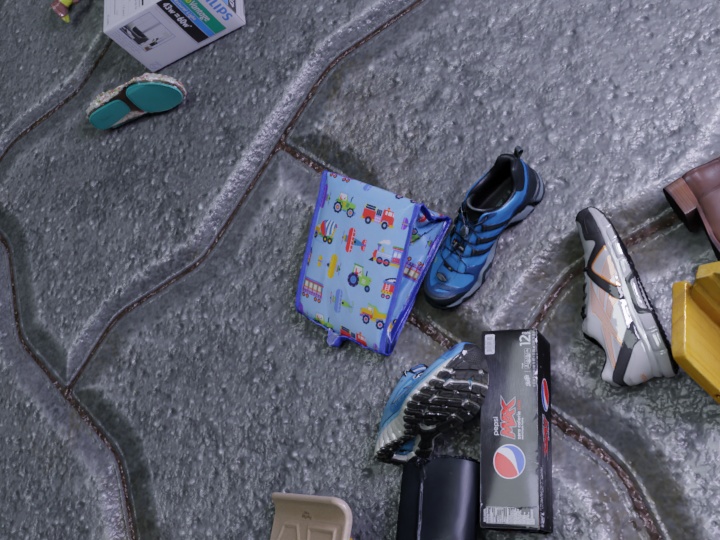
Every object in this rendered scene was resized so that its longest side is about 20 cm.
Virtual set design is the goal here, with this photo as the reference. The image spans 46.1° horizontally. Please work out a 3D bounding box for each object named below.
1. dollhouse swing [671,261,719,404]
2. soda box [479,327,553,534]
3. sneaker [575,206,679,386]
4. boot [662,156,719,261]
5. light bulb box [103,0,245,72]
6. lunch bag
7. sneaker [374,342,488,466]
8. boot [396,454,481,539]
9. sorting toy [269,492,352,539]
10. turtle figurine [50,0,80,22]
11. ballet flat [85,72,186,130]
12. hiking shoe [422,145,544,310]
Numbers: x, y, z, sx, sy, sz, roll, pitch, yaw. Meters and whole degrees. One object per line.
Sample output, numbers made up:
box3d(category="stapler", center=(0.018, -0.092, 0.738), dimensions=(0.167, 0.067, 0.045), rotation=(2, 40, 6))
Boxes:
box3d(category="dollhouse swing", center=(0.359, 0.108, 0.692), dimensions=(0.199, 0.181, 0.177), rotation=(-18, 37, 58))
box3d(category="soda box", center=(0.163, 0.167, 0.883), dimensions=(0.062, 0.071, 0.204), rotation=(-4, 70, 24))
box3d(category="sneaker", center=(0.256, 0.026, 0.882), dimensions=(0.079, 0.073, 0.203), rotation=(-26, 60, 22))
box3d(category="boot", center=(0.429, -0.076, 0.828), dimensions=(0.198, 0.064, 0.188), rotation=(-34, 60, 10))
box3d(category="light bulb box", center=(-0.303, -0.469, 1.374), dimensions=(0.197, 0.125, 0.202), rotation=(-19, 62, 23))
box3d(category="lunch bag", center=(0.000, 0.000, 1.046), dimensions=(0.149, 0.094, 0.203), rotation=(22, 93, 32))
box3d(category="sneaker", center=(0.067, 0.131, 0.917), dimensions=(0.201, 0.077, 0.091), rotation=(-53, 29, 43))
box3d(category="boot", center=(0.053, 0.294, 0.904), dimensions=(0.199, 0.076, 0.170), rotation=(-29, 41, 41))
box3d(category="sorting toy", center=(-0.063, 0.354, 0.934), dimensions=(0.184, 0.036, 0.204), rotation=(-21, 60, 58))
box3d(category="turtle figurine", center=(-0.502, -0.535, 1.556), dimensions=(0.161, 0.064, 0.201), rotation=(-40, 57, 12))
box3d(category="ballet flat", center=(-0.365, -0.288, 1.379), dimensions=(0.197, 0.076, 0.065), rotation=(-11, 50, 23))
box3d(category="hiking shoe", center=(0.128, -0.050, 0.978), dimensions=(0.074, 0.086, 0.201), rotation=(35, 91, 35))
